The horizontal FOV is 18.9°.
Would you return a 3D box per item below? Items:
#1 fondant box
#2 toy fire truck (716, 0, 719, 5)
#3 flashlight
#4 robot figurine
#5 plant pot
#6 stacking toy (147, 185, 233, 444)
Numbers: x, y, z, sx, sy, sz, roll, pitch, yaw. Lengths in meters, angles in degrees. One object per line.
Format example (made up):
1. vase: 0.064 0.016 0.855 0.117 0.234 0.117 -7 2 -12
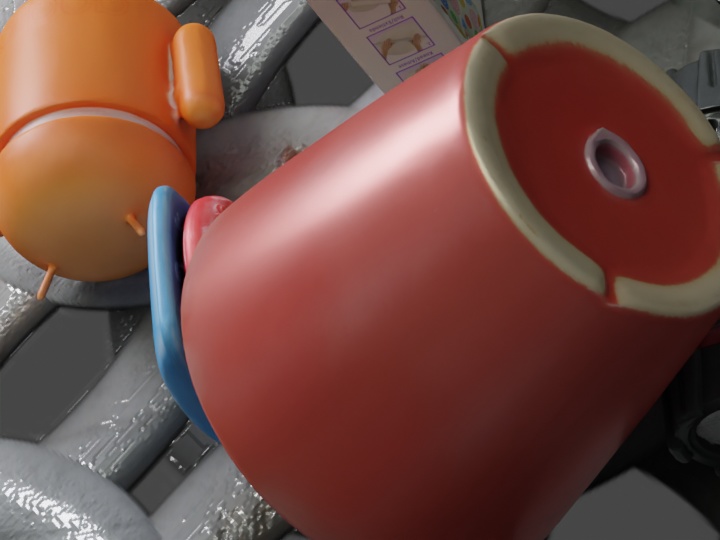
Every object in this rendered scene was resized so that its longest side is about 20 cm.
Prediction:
1. fondant box: -0.007 -0.195 1.124 0.058 0.200 0.145 -24 47 21
2. toy fire truck: 0.255 -0.193 1.009 0.200 0.128 0.177 -38 43 20
3. flashlight: 0.162 -0.009 0.957 0.068 0.068 0.201 -20 49 26
4. robot figurine: -0.149 -0.077 1.201 0.143 0.117 0.201 0 50 -6
5. plant pot: 0.053 0.003 0.891 0.177 0.199 0.201 -45 34 42
6. stacking toy: 0.000 0.000 1.055 0.199 0.116 0.110 -15 52 11
